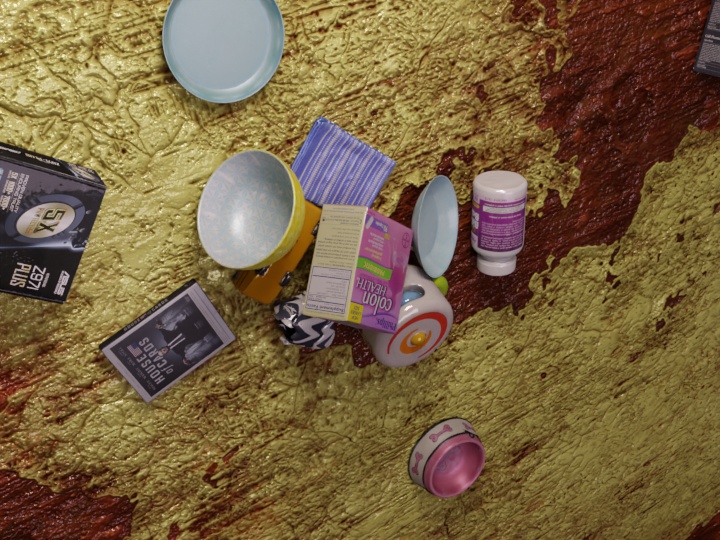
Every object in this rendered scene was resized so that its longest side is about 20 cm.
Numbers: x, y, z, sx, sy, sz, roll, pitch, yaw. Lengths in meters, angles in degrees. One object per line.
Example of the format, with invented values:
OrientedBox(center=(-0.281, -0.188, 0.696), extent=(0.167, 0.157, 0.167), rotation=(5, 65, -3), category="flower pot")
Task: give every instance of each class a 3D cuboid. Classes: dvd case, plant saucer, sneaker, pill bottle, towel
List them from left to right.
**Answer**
OrientedBox(center=(-0.341, 0.127, 1.392), extent=(0.200, 0.025, 0.151), rotation=(-37, 127, -12), category="dvd case")
OrientedBox(center=(-0.215, -0.365, 1.216), extent=(0.199, 0.027, 0.201), rotation=(-15, 121, -26), category="plant saucer")
OrientedBox(center=(-0.098, 0.061, 1.473), extent=(0.129, 0.079, 0.200), rotation=(-1, 125, -41), category="sneaker")
OrientedBox(center=(-0.037, -0.178, 1.426), extent=(0.199, 0.024, 0.145), rotation=(24, 101, -38), category="towel")
OrientedBox(center=(0.140, -0.087, 1.535), extent=(0.201, 0.038, 0.202), rotation=(-21, 114, -59), category="plant saucer")
OrientedBox(center=(0.285, -0.095, 1.613), extent=(0.112, 0.112, 0.201), rotation=(-16, 121, -24), category="pill bottle")

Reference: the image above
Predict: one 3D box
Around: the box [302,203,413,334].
OrientedBox(center=(0.000, 0.000, 1.398), extent=(0.176, 0.096, 0.201), rotation=(21, 78, -57), category="box")

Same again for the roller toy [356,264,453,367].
OrientedBox(center=(0.084, 0.097, 1.544), extent=(0.182, 0.140, 0.200), rotation=(13, 122, -44), category="roller toy")

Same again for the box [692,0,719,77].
OrientedBox(center=(0.881, -0.532, 1.766), extent=(0.199, 0.104, 0.183), rotation=(-7, 116, -29), category="box")

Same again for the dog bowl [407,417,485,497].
OrientedBox(center=(0.216, 0.459, 1.880), extent=(0.199, 0.074, 0.201), rotation=(-14, 120, -25), category="dog bowl")

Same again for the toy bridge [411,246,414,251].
OrientedBox(center=(0.067, -0.017, 1.571), extent=(0.199, 0.027, 0.068), rotation=(-12, 117, -26), category="toy bridge")

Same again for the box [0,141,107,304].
OrientedBox(center=(-0.495, -0.069, 1.155), extent=(0.163, 0.086, 0.201), rotation=(16, 104, -37), category="box")

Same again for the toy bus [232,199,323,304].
OrientedBox(center=(-0.145, -0.039, 1.394), extent=(0.065, 0.078, 0.201), rotation=(28, 97, -37), category="toy bus")

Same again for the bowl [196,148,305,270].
OrientedBox(center=(-0.163, -0.091, 1.302), extent=(0.201, 0.200, 0.108), rotation=(-58, 149, 6), category="bowl")
